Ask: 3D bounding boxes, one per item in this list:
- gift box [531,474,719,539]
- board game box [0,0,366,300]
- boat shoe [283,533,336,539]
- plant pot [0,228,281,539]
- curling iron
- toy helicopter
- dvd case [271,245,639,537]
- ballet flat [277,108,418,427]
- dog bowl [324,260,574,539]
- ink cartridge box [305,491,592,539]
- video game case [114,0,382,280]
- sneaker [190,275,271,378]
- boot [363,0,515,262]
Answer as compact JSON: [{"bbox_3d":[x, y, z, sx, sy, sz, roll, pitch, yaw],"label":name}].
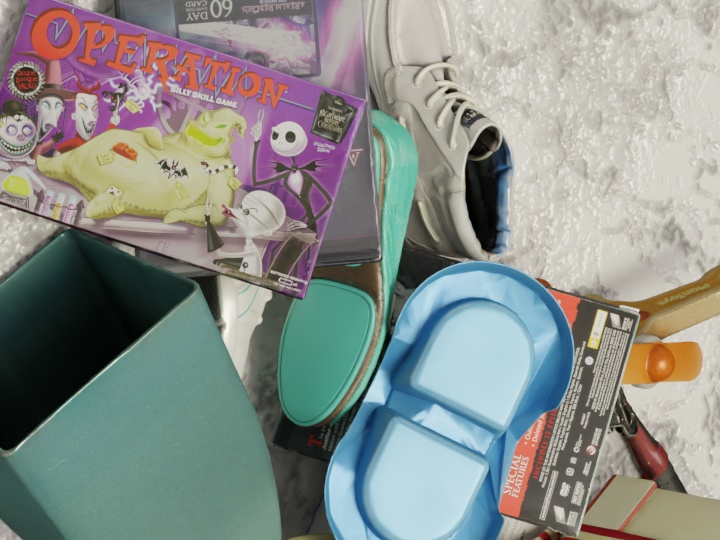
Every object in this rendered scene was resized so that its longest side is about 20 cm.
[{"bbox_3d":[0.187,0.250,1.391,0.200,0.186,0.185,-36,125,-46],"label":"gift box"},{"bbox_3d":[-0.108,-0.069,1.240,0.199,0.032,0.121,17,84,-2],"label":"board game box"},{"bbox_3d":[0.017,0.220,1.352,0.200,0.063,0.073,26,108,-34],"label":"boat shoe"},{"bbox_3d":[-0.139,0.109,1.254,0.141,0.141,0.200,-41,125,-22],"label":"plant pot"},{"bbox_3d":[0.208,0.145,1.570,0.200,0.025,0.050,56,30,-33],"label":"curling iron"},{"bbox_3d":[0.189,0.037,1.454,0.199,0.132,0.079,-21,111,-16],"label":"toy helicopter"},{"bbox_3d":[0.059,0.068,1.368,0.199,0.022,0.147,15,82,6],"label":"dvd case"},{"bbox_3d":[0.000,0.000,1.332,0.070,0.067,0.201,-16,120,-57],"label":"ballet flat"},{"bbox_3d":[0.049,0.092,1.318,0.111,0.050,0.201,26,83,-7],"label":"dog bowl"},{"bbox_3d":[0.070,0.174,1.454,0.200,0.068,0.116,29,82,-35],"label":"ink cartridge box"},{"bbox_3d":[-0.066,-0.099,1.264,0.142,0.019,0.201,-5,88,-2],"label":"video game case"},{"bbox_3d":[-0.070,-0.006,1.319,0.080,0.070,0.201,2,97,-41],"label":"sneaker"},{"bbox_3d":[0.056,-0.103,1.373,0.073,0.095,0.201,-21,110,-31],"label":"boot"}]
